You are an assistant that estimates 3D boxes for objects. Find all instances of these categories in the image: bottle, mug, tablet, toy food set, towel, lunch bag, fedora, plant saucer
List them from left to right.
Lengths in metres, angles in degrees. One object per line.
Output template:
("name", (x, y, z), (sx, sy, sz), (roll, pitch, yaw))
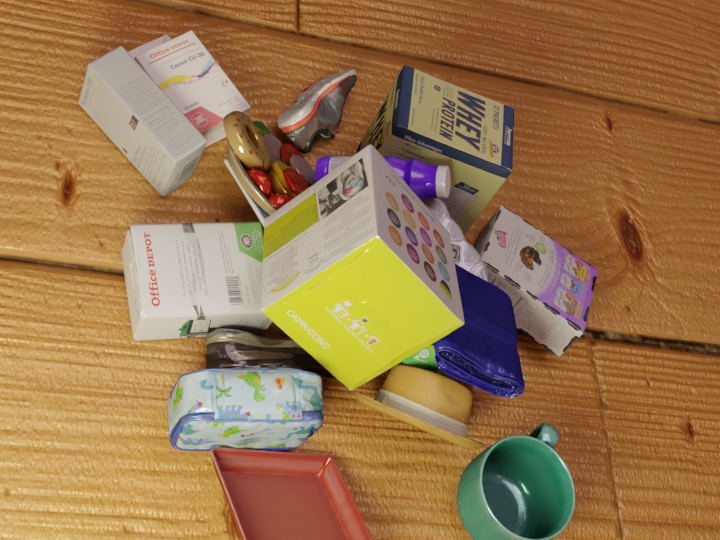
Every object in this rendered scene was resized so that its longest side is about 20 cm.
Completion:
("lunch bag", (-0.153, 0.189, 1.498), (0.197, 0.161, 0.084), (3, 67, -20))
("toy food set", (-0.126, -0.148, 1.708), (0.201, 0.049, 0.197), (58, 21, 18))
("tablet", (-0.124, -0.082, 1.690), (0.201, 0.014, 0.130), (57, 21, 15))
("plant saucer", (-0.089, 0.320, 1.470), (0.198, 0.037, 0.200), (11, 33, -36))
("bottle", (0.033, -0.133, 1.678), (0.197, 0.084, 0.066), (2, 74, 16))
("fedora", (0.092, 0.183, 1.585), (0.198, 0.200, 0.083), (24, 84, -10))
("towel", (0.158, 0.084, 1.598), (0.146, 0.050, 0.201), (29, 34, -19))
("mug", (0.226, 0.321, 1.618), (0.183, 0.115, 0.153), (-16, 70, -31))

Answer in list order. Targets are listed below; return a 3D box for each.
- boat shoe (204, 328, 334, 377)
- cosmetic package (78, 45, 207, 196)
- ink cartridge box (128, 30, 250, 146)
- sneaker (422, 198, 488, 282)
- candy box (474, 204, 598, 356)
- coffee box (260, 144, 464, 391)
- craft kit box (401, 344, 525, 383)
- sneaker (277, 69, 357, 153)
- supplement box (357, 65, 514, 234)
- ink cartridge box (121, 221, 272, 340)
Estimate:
("boat shoe", (-0.126, 0.136, 1.599), (0.197, 0.075, 0.074), (10, 72, -11))
("cosmetic package", (-0.325, -0.221, 1.679), (0.200, 0.102, 0.074), (46, 54, 6))
("ink cartridge box", (-0.279, -0.291, 1.756), (0.116, 0.068, 0.201), (-33, 80, -34))
("sneaker", (0.123, -0.019, 1.739), (0.075, 0.114, 0.202), (-28, 87, -19))
("candy box", (0.271, 0.014, 1.808), (0.199, 0.072, 0.168), (34, 40, -4))
("coffee box", (0.000, 0.000, 1.538), (0.200, 0.199, 0.199), (44, 26, -33))
("craft kit box", (0.128, 0.090, 1.674), (0.198, 0.049, 0.198), (20, 22, -20))
("sneaker", (-0.062, -0.257, 1.847), (0.200, 0.076, 0.083), (-48, 117, -39))
("supplement box", (0.112, -0.177, 1.778), (0.197, 0.200, 0.136), (19, 50, -13))
("ink cartridge box", (-0.230, 0.014, 1.602), (0.197, 0.084, 0.148), (-2, 64, -24))
